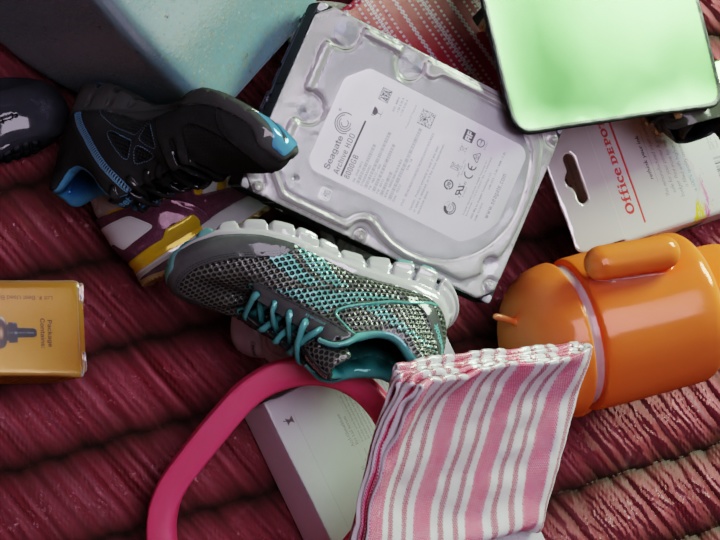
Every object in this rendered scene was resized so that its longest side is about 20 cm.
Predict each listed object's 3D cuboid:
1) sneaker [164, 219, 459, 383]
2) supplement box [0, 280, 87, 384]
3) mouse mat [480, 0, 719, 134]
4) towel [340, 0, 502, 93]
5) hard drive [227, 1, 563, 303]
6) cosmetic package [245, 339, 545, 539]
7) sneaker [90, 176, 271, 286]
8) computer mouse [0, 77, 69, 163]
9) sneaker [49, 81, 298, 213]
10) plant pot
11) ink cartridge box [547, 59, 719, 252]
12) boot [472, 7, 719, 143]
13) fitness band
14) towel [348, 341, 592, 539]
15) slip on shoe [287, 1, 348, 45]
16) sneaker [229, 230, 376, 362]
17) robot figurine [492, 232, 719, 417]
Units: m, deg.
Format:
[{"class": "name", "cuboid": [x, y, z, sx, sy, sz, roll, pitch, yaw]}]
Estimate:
[{"class": "sneaker", "cuboid": [-0.031, 0.029, 1.426, 0.200, 0.078, 0.091, 11, 46, -9]}, {"class": "supplement box", "cuboid": [-0.283, 0.042, 1.417, 0.200, 0.069, 0.067, 1, 79, -22]}, {"class": "mouse mat", "cuboid": [0.167, -0.183, 1.541, 0.200, 0.008, 0.161, -10, 84, -35]}, {"class": "towel", "cuboid": [0.060, -0.152, 1.573, 0.200, 0.022, 0.145, -37, 91, -36]}, {"class": "hard drive", "cuboid": [0.027, -0.079, 1.485, 0.200, 0.038, 0.140, 26, 84, -18]}, {"class": "cosmetic package", "cuboid": [0.028, 0.154, 1.540, 0.151, 0.052, 0.200, -25, 90, -28]}, {"class": "sneaker", "cuboid": [-0.096, -0.075, 1.521, 0.200, 0.075, 0.090, -37, 96, -28]}, {"class": "computer mouse", "cuboid": [-0.287, -0.088, 1.460, 0.200, 0.034, 0.059, -20, 88, -26]}, {"class": "sneaker", "cuboid": [-0.122, -0.071, 1.419, 0.073, 0.200, 0.082, 39, 67, -41]}, {"class": "plant pot", "cuboid": [-0.147, -0.213, 1.470, 0.196, 0.196, 0.200, -50, 120, -25]}, {"class": "ink cartridge box", "cuboid": [0.213, -0.081, 1.665, 0.200, 0.067, 0.117, -16, 85, -27]}, {"class": "boot", "cuboid": [0.187, -0.152, 1.580, 0.200, 0.077, 0.138, -10, 68, -37]}, {"class": "fitness band", "cuboid": [-0.055, 0.151, 1.468, 0.144, 0.037, 0.200, 39, 92, 0]}, {"class": "towel", "cuboid": [0.077, 0.124, 1.456, 0.200, 0.030, 0.146, -5, 115, -45]}, {"class": "slip on shoe", "cuboid": [0.028, -0.129, 1.593, 0.200, 0.061, 0.074, 29, 57, -19]}, {"class": "sneaker", "cuboid": [0.000, 0.000, 1.535, 0.081, 0.075, 0.200, 31, 67, 29]}, {"class": "robot figurine", "cuboid": [0.186, 0.041, 1.583, 0.200, 0.144, 0.117, -13, 86, -16]}]
